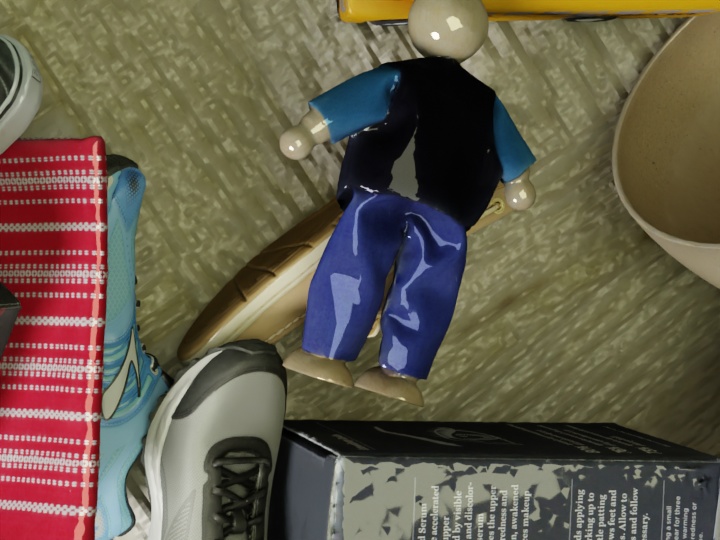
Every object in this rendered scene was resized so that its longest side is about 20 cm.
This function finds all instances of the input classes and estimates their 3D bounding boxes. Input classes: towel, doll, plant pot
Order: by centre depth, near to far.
[{"bbox_3d":[-0.180,0.036,1.093,0.022,0.144,0.201,1,91,-56],"label":"towel"},{"bbox_3d":[0.020,-0.042,1.108,0.136,0.048,0.201,17,89,-23],"label":"doll"},{"bbox_3d":[0.247,-0.050,1.182,0.200,0.200,0.135,-48,126,-8],"label":"plant pot"}]

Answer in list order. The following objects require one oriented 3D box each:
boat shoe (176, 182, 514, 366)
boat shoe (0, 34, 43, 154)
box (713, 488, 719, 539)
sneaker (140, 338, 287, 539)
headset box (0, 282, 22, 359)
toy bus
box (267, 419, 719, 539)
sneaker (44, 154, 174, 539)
[{"bbox_3d":[0.000,0.000,1.164,0.200,0.074,0.069,-38,103,-6],"label":"boat shoe"},{"bbox_3d":[-0.237,-0.042,1.074,0.200,0.072,0.071,-48,148,11],"label":"boat shoe"},{"bbox_3d":[0.271,0.118,1.108,0.183,0.200,0.105,-4,120,16],"label":"box"},{"bbox_3d":[-0.069,0.130,1.127,0.074,0.079,0.201,4,106,-42],"label":"sneaker"},{"bbox_3d":[-0.250,0.067,1.027,0.149,0.077,0.201,-6,125,-50],"label":"headset box"},{"bbox_3d":[0.090,-0.161,1.178,0.199,0.078,0.065,-2,93,-15],"label":"toy bus"},{"bbox_3d":[0.061,0.133,1.149,0.199,0.148,0.105,1,93,-14],"label":"box"},{"bbox_3d":[-0.131,0.042,1.141,0.090,0.078,0.201,7,99,-27],"label":"sneaker"}]
